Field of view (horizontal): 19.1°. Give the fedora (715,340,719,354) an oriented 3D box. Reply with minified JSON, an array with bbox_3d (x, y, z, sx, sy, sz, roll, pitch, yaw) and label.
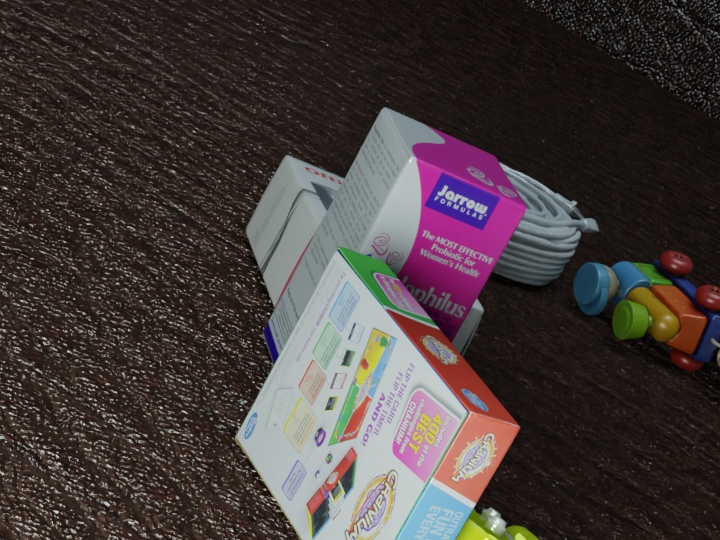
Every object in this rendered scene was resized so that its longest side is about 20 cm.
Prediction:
[{"bbox_3d":[0.408,0.069,2.121,0.200,0.092,0.201,42,0,0],"label":"fedora"}]

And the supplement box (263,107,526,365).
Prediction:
[{"bbox_3d":[0.022,0.000,1.560,0.101,0.201,0.103,21,18,-20],"label":"supplement box"}]

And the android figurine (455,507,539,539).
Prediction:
[{"bbox_3d":[0.111,0.196,1.335,0.200,0.041,0.182,37,0,2],"label":"android figurine"}]

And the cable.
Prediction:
[{"bbox_3d":[0.121,-0.060,2.123,0.200,0.069,0.200,33,18,16],"label":"cable"}]

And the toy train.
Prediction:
[{"bbox_3d":[0.294,0.054,2.057,0.115,0.085,0.200,6,26,-29],"label":"toy train"}]

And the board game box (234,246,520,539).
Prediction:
[{"bbox_3d":[0.005,0.101,1.327,0.040,0.153,0.200,17,21,-34],"label":"board game box"}]

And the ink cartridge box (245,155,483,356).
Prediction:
[{"bbox_3d":[0.000,0.000,1.730,0.145,0.085,0.200,22,16,-21],"label":"ink cartridge box"}]
